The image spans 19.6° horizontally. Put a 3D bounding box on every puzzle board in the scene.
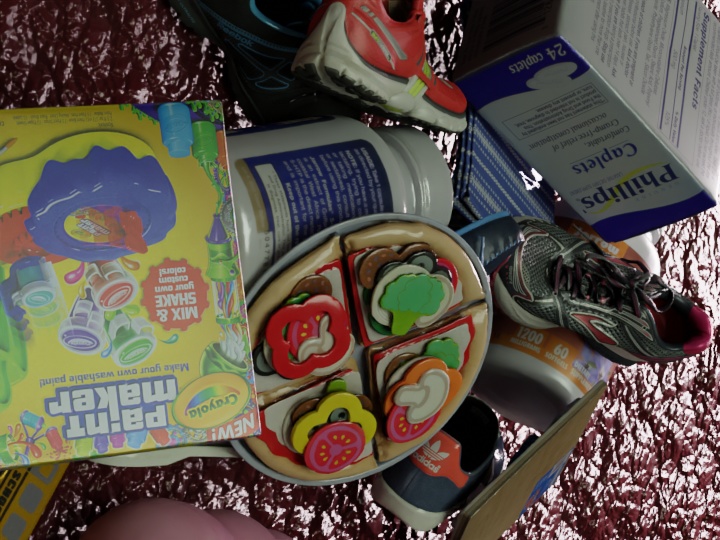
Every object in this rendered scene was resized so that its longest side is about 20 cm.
[{"bbox_3d":[0.111,0.167,1.557,0.151,0.017,0.200,-42,165,-23],"label":"puzzle board"}]

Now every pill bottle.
[{"bbox_3d":[-0.039,-0.040,1.371,0.200,0.120,0.120,-12,105,-40],"label":"pill bottle"},{"bbox_3d":[0.165,0.018,1.627,0.112,0.112,0.200,49,60,-40],"label":"pill bottle"}]

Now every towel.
[{"bbox_3d":[0.109,-0.096,1.564,0.145,0.024,0.200,45,41,-44],"label":"towel"}]

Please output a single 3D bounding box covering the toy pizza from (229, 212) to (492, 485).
[{"bbox_3d":[0.002,0.057,1.331,0.200,0.032,0.200,-14,123,-23],"label":"toy pizza"}]

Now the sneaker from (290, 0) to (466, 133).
[{"bbox_3d":[0.027,-0.144,1.381,0.200,0.077,0.085,19,88,-66],"label":"sneaker"}]

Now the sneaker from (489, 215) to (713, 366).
[{"bbox_3d":[0.174,0.013,1.516,0.200,0.075,0.081,22,75,-35],"label":"sneaker"}]

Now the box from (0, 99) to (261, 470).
[{"bbox_3d":[-0.179,0.012,1.161,0.200,0.122,0.193,-6,86,-27],"label":"box"}]

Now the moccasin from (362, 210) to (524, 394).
[{"bbox_3d":[0.036,0.038,1.416,0.200,0.068,0.080,-37,169,-11],"label":"moccasin"}]

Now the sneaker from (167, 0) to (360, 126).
[{"bbox_3d":[-0.050,-0.146,1.384,0.200,0.082,0.073,45,60,-44],"label":"sneaker"}]

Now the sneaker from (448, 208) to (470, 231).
[{"bbox_3d":[0.041,0.044,1.534,0.200,0.077,0.085,-56,142,-17],"label":"sneaker"}]

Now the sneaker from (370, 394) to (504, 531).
[{"bbox_3d":[0.076,0.124,1.522,0.085,0.075,0.200,-59,172,20],"label":"sneaker"}]

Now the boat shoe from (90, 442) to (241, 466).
[{"bbox_3d":[-0.102,0.089,1.369,0.202,0.072,0.060,-1,101,-44],"label":"boat shoe"}]

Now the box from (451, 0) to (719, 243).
[{"bbox_3d":[0.179,-0.155,1.553,0.200,0.105,0.184,43,43,-28],"label":"box"}]

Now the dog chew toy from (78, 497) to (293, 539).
[{"bbox_3d":[-0.102,0.209,1.359,0.200,0.124,0.125,6,91,-56],"label":"dog chew toy"}]

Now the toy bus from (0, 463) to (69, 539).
[{"bbox_3d":[-0.209,0.085,1.254,0.078,0.065,0.200,46,63,-41],"label":"toy bus"}]
